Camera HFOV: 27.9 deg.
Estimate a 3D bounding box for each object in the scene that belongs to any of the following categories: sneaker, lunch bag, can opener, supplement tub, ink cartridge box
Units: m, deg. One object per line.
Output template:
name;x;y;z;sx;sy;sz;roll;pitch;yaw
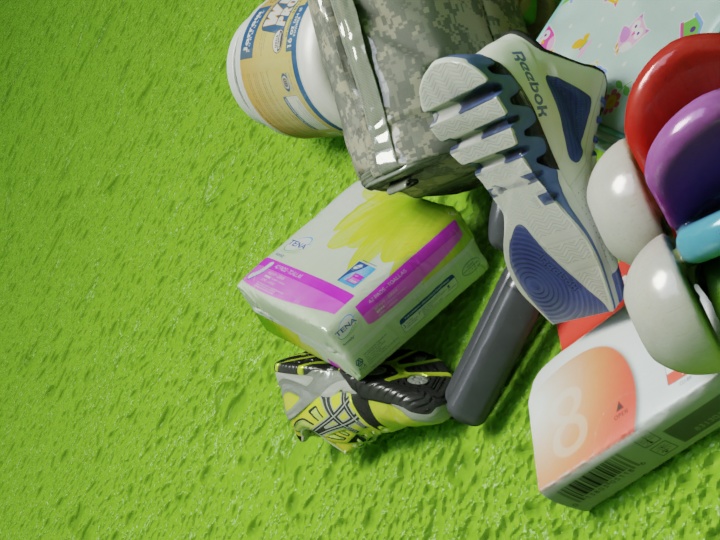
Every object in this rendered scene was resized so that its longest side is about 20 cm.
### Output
sneaker;0.009;0.108;1.175;0.199;0.075;0.077;4;107;53
lunch bag;0.203;-0.149;1.013;0.161;0.077;0.200;-59;28;6
sneaker;0.130;-0.075;0.946;0.080;0.201;0.115;-11;25;51
can opener;0.100;0.011;1.053;0.053;0.066;0.201;-89;23;-76
supplement tub;-0.033;-0.201;1.391;0.199;0.144;0.146;5;72;60
ink cartridge box;0.175;0.033;0.954;0.162;0.050;0.201;-41;39;36
lunch bag;0.042;-0.160;1.121;0.138;0.167;0.202;-19;84;33

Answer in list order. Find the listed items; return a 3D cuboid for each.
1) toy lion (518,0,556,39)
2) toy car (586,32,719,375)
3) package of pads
toy lion;0.095;-0.290;1.240;0.198;0.068;0.194;-3;78;34
toy car;0.212;-0.055;0.813;0.174;0.150;0.201;-25;41;13
package of pads;0.000;0.000;1.203;0.154;0.068;0.200;-41;25;-14
